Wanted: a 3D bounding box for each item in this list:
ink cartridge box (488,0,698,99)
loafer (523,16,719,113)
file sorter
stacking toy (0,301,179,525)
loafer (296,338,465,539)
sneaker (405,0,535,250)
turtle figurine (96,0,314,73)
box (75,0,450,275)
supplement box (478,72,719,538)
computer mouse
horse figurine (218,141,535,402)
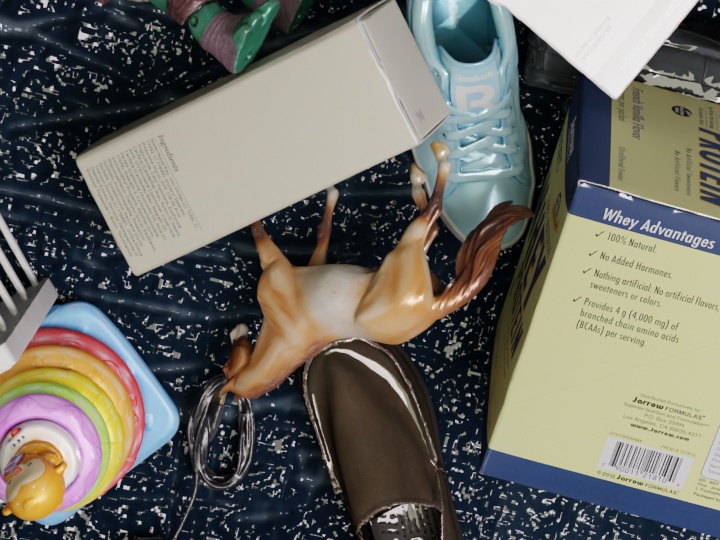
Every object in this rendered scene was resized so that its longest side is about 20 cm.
[{"bbox_3d":[0.134,-0.225,1.646,0.173,0.044,0.200,39,98,-8],"label":"ink cartridge box"},{"bbox_3d":[0.192,-0.108,1.733,0.200,0.068,0.071,17,114,-1],"label":"loafer"},{"bbox_3d":[-0.270,0.013,1.688,0.138,0.200,0.125,-29,99,6],"label":"file sorter"},{"bbox_3d":[-0.179,0.101,1.705,0.116,0.200,0.110,-37,100,8],"label":"stacking toy"},{"bbox_3d":[0.020,0.121,1.775,0.073,0.071,0.201,-23,101,5],"label":"loafer"},{"bbox_3d":[0.059,-0.102,1.723,0.074,0.082,0.201,-12,102,3],"label":"sneaker"},{"bbox_3d":[-0.124,-0.196,1.698,0.200,0.101,0.150,35,55,8],"label":"turtle figurine"},{"bbox_3d":[-0.056,-0.076,1.704,0.199,0.068,0.082,-23,98,24],"label":"box"},{"bbox_3d":[0.189,0.024,1.695,0.199,0.134,0.201,15,121,-4],"label":"supplement box"},{"bbox_3d":[-0.113,0.155,1.808,0.058,0.034,0.201,23,94,-14],"label":"computer mouse"},{"bbox_3d":[0.000,0.000,1.723,0.199,0.050,0.133,-7,70,29],"label":"horse figurine"}]
